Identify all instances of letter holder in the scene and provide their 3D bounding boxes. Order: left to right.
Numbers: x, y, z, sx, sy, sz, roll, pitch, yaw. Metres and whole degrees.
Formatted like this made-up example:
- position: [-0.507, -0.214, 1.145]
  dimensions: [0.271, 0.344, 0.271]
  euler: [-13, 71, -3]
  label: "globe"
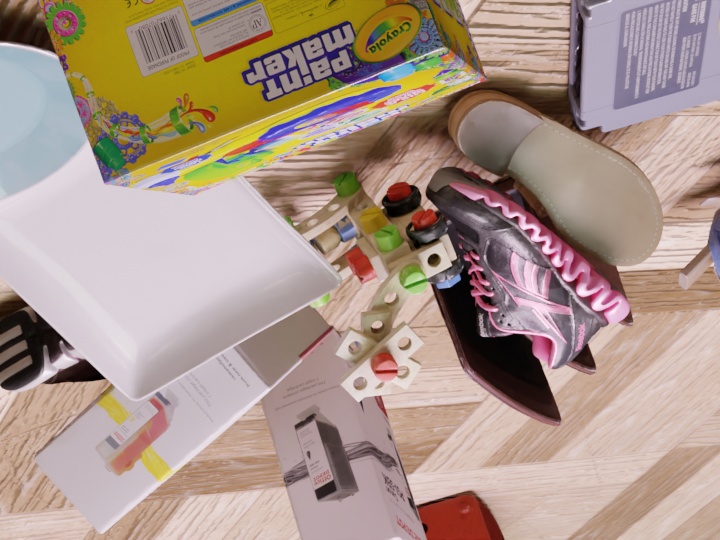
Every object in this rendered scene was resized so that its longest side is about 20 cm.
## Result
- position: [0.144, 0.033, 1.751]
  dimensions: [0.100, 0.143, 0.200]
  euler: [-26, 153, 19]
  label: "letter holder"

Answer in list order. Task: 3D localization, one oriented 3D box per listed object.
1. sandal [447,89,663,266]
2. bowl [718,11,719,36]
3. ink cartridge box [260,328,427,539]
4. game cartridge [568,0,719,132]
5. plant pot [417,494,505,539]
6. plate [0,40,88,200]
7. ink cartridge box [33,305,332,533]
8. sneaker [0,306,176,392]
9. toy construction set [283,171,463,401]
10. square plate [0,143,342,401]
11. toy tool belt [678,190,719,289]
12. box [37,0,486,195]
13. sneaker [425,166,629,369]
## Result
- position: [0.141, -0.083, 1.617]
  dimensions: [0.211, 0.070, 0.078]
  euler: [32, 106, -33]
  label: "sandal"
- position: [0.300, -0.224, 1.373]
  dimensions: [0.200, 0.094, 0.201]
  euler: [-16, 150, -10]
  label: "bowl"
- position: [-0.013, 0.172, 1.867]
  dimensions: [0.083, 0.201, 0.147]
  euler: [-22, 155, 8]
  label: "ink cartridge box"
- position: [0.212, -0.168, 1.511]
  dimensions: [0.133, 0.042, 0.200]
  euler: [-20, 155, -5]
  label: "game cartridge"
- position: [0.084, 0.354, 2.337]
  dimensions: [0.199, 0.200, 0.176]
  euler: [-15, 142, -4]
  label: "plant pot"
- position: [-0.263, -0.094, 1.368]
  dimensions: [0.200, 0.026, 0.200]
  euler: [-15, 155, -7]
  label: "plate"
- position: [-0.135, 0.094, 1.664]
  dimensions: [0.200, 0.083, 0.145]
  euler: [-40, -179, 25]
  label: "ink cartridge box"
- position: [-0.179, 0.033, 1.648]
  dimensions: [0.200, 0.076, 0.115]
  euler: [-23, 165, 25]
  label: "sneaker"
- position: [0.000, 0.000, 1.553]
  dimensions: [0.131, 0.200, 0.092]
  euler: [-26, 130, -5]
  label: "toy construction set"
- position: [-0.147, -0.017, 1.506]
  dimensions: [0.200, 0.028, 0.198]
  euler: [-30, 120, 25]
  label: "square plate"
- position: [0.340, -0.047, 1.741]
  dimensions: [0.123, 0.125, 0.200]
  euler: [-14, 156, -28]
  label: "toy tool belt"
- position: [-0.050, -0.136, 1.235]
  dimensions: [0.199, 0.122, 0.193]
  euler: [-21, 177, 10]
  label: "box"
- position: [0.109, 0.004, 1.603]
  dimensions: [0.200, 0.079, 0.095]
  euler: [39, 96, -29]
  label: "sneaker"
